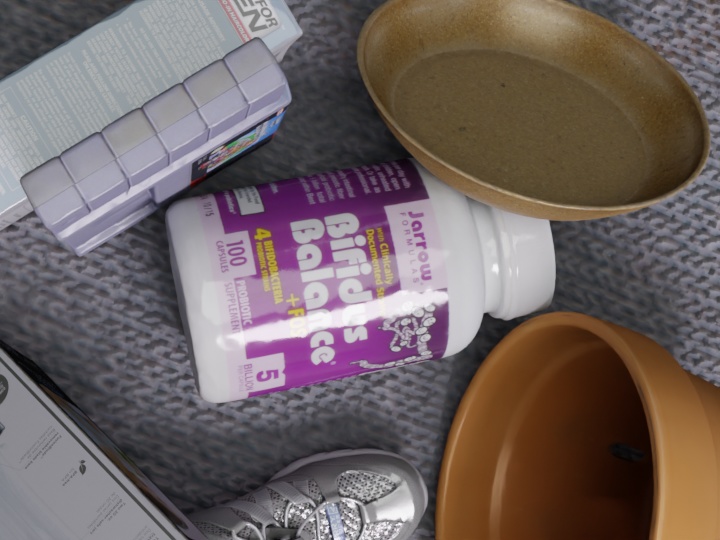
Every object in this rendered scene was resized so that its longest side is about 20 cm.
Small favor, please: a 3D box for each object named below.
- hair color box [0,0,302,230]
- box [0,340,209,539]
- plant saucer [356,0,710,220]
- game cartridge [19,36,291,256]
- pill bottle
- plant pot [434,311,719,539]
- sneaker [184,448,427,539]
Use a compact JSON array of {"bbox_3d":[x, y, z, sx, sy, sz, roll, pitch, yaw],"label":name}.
[{"bbox_3d":[-0.134,-0.093,0.741,0.199,0.099,0.061,-32,96,-8],"label":"hair color box"},{"bbox_3d":[-0.162,0.138,0.710,0.200,0.060,0.117,38,83,27],"label":"box"},{"bbox_3d":[0.091,-0.088,0.765,0.199,0.201,0.036,9,132,-10],"label":"plant saucer"},{"bbox_3d":[-0.099,-0.055,0.698,0.129,0.200,0.039,-28,91,-8],"label":"game cartridge"},{"bbox_3d":[0.000,0.000,0.761,0.199,0.112,0.113,-11,93,-10],"label":"pill bottle"},{"bbox_3d":[0.151,0.133,0.761,0.139,0.200,0.202,13,89,-26],"label":"plant pot"},{"bbox_3d":[-0.053,0.158,0.770,0.199,0.082,0.075,-19,96,-9],"label":"sneaker"}]
